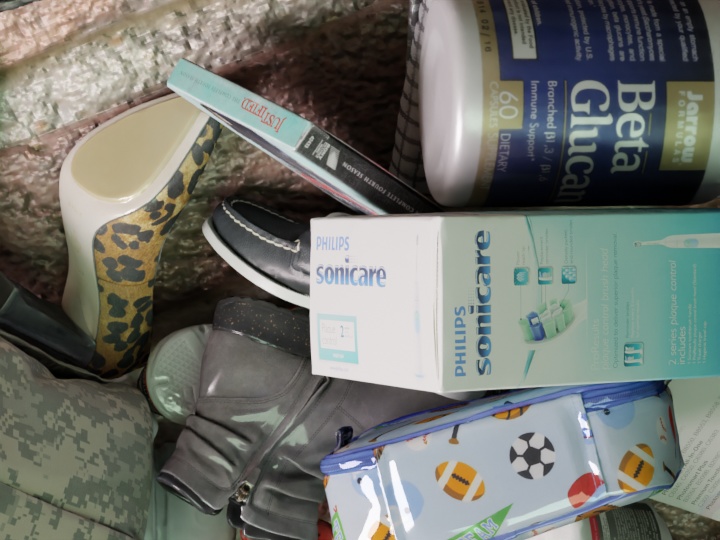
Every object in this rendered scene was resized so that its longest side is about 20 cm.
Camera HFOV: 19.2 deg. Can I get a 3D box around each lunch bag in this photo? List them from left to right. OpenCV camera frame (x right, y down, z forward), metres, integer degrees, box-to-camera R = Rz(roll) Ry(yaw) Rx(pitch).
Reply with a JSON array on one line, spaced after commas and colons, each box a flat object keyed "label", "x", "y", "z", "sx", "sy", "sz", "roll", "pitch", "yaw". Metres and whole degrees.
[{"label": "lunch bag", "x": -0.214, "y": 0.114, "z": 1.197, "sx": 0.139, "sy": 0.169, "sz": 0.199, "roll": -6, "pitch": 153, "yaw": 44}, {"label": "lunch bag", "x": 0.074, "y": 0.103, "z": 1.154, "sx": 0.198, "sy": 0.160, "sz": 0.076, "roll": -13, "pitch": 90, "yaw": 12}]

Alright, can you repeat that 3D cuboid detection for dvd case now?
[{"label": "dvd case", "x": -0.001, "y": -0.047, "z": 1.179, "sx": 0.199, "sy": 0.146, "sz": 0.022, "roll": 31, "pitch": 89, "yaw": -38}]

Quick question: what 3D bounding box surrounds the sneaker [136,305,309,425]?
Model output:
[{"label": "sneaker", "x": -0.049, "y": 0.058, "z": 1.323, "sx": 0.198, "sy": 0.078, "sz": 0.082, "roll": 0, "pitch": 172, "yaw": -24}]

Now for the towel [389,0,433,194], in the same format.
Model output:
[{"label": "towel", "x": 0.117, "y": -0.121, "z": 1.191, "sx": 0.198, "sy": 0.086, "sz": 0.167, "roll": 0, "pitch": 128, "yaw": -9}]

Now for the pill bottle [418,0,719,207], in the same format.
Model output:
[{"label": "pill bottle", "x": 0.135, "y": -0.089, "z": 1.093, "sx": 0.198, "sy": 0.111, "sz": 0.112, "roll": -1, "pitch": 127, "yaw": -8}]

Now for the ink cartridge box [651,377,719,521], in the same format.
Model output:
[{"label": "ink cartridge box", "x": 0.227, "y": 0.067, "z": 1.314, "sx": 0.199, "sy": 0.129, "sz": 0.126, "roll": 19, "pitch": 121, "yaw": -20}]

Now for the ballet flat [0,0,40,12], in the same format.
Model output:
[{"label": "ballet flat", "x": -0.174, "y": -0.166, "z": 1.135, "sx": 0.199, "sy": 0.057, "sz": 0.067, "roll": -22, "pitch": 127, "yaw": 9}]

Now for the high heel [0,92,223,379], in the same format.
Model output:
[{"label": "high heel", "x": -0.123, "y": -0.021, "z": 1.265, "sx": 0.200, "sy": 0.072, "sz": 0.142, "roll": -44, "pitch": 145, "yaw": 8}]

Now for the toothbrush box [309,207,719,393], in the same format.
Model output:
[{"label": "toothbrush box", "x": 0.091, "y": 0.012, "z": 1.066, "sx": 0.198, "sy": 0.146, "sz": 0.086, "roll": -1, "pitch": 91, "yaw": -27}]

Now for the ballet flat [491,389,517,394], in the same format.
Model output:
[{"label": "ballet flat", "x": 0.081, "y": 0.080, "z": 1.349, "sx": 0.073, "sy": 0.074, "sz": 0.201, "roll": 2, "pitch": 125, "yaw": -8}]

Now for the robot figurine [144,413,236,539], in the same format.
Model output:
[{"label": "robot figurine", "x": -0.165, "y": 0.166, "z": 1.349, "sx": 0.198, "sy": 0.113, "sz": 0.171, "roll": 1, "pitch": 114, "yaw": -7}]

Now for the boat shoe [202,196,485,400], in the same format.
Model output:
[{"label": "boat shoe", "x": 0.000, "y": 0.000, "z": 1.237, "sx": 0.199, "sy": 0.076, "sz": 0.061, "roll": 29, "pitch": 112, "yaw": 13}]

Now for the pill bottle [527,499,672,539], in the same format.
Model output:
[{"label": "pill bottle", "x": 0.125, "y": 0.174, "z": 1.317, "sx": 0.110, "sy": 0.111, "sz": 0.200, "roll": -36, "pitch": 156, "yaw": 19}]

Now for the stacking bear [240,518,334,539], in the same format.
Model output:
[{"label": "stacking bear", "x": -0.008, "y": 0.216, "z": 1.372, "sx": 0.113, "sy": 0.122, "sz": 0.200, "roll": -22, "pitch": 146, "yaw": 26}]

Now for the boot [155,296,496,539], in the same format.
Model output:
[{"label": "boot", "x": -0.015, "y": 0.107, "z": 1.256, "sx": 0.198, "sy": 0.133, "sz": 0.070, "roll": 18, "pitch": 167, "yaw": -10}]
